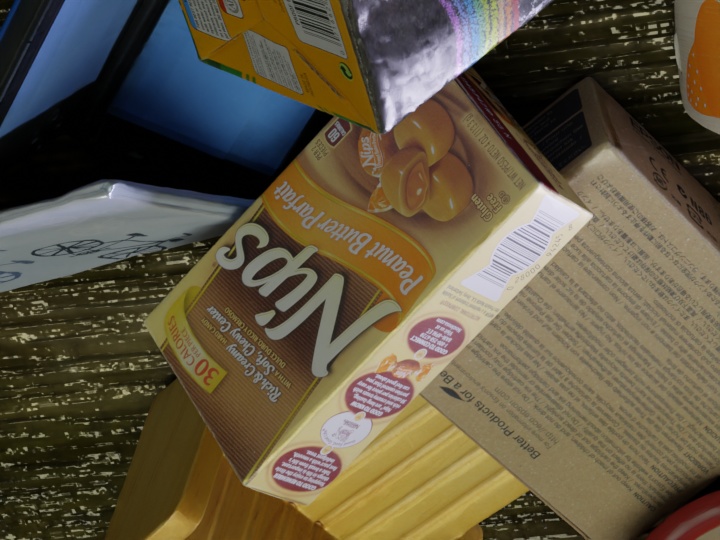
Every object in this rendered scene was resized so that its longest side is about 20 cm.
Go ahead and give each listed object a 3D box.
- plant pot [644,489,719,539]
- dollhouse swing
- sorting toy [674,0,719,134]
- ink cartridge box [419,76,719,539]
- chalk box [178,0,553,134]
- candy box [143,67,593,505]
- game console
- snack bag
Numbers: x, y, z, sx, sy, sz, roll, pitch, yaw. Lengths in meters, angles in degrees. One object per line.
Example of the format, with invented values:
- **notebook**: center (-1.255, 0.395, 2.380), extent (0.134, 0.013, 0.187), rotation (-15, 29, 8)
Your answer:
- **plant pot**: center (0.219, 0.212, 1.164), extent (0.200, 0.201, 0.183), rotation (-2, 167, 7)
- **dollhouse swing**: center (0.004, 0.131, 1.189), extent (0.176, 0.182, 0.200), rotation (-27, 124, 39)
- **sorting toy**: center (0.229, -0.154, 0.971), extent (0.200, 0.107, 0.180), rotation (-7, 111, 11)
- **ink cartridge box**: center (0.120, 0.027, 1.120), extent (0.165, 0.075, 0.200), rotation (-38, 119, 20)
- **chalk box**: center (0.024, -0.171, 0.915), extent (0.124, 0.200, 0.125), rotation (25, 144, 42)
- **candy box**: center (0.000, 0.000, 1.049), extent (0.200, 0.115, 0.055), rotation (-46, 142, 14)
- **game console**: center (-0.079, -0.098, 1.023), extent (0.118, 0.171, 0.200), rotation (39, 128, 7)
- **snack bag**: center (-0.161, -0.017, 1.076), extent (0.200, 0.021, 0.189), rotation (-13, 172, 22)
